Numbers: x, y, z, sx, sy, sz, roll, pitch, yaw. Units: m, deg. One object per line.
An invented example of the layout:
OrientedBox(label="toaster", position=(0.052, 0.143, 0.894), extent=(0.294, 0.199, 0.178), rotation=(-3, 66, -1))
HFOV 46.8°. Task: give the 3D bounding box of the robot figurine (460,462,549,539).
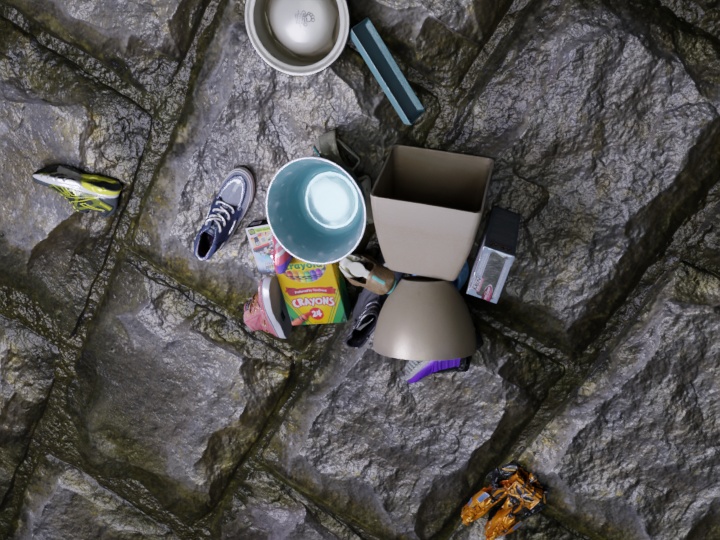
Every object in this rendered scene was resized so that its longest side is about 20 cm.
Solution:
OrientedBox(label="robot figurine", position=(0.323, 0.516, 1.848), extent=(0.145, 0.058, 0.200), rotation=(38, 118, -6))

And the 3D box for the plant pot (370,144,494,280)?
OrientedBox(label="plant pot", position=(0.131, -0.098, 1.550), extent=(0.197, 0.201, 0.179), rotation=(10, 126, 10))

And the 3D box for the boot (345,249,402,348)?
OrientedBox(label="boot", position=(0.034, 0.057, 1.669), extent=(0.069, 0.132, 0.202), rotation=(21, 119, -4))

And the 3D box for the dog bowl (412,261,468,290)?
OrientedBox(label="dog bowl", position=(0.143, 0.044, 1.684), extent=(0.110, 0.050, 0.202), rotation=(25, 117, 3))

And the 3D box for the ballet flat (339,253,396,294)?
OrientedBox(label="ballet flat", position=(0.000, 0.000, 1.627), extent=(0.072, 0.200, 0.068), rotation=(26, 92, -26))

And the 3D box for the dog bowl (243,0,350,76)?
OrientedBox(label="dog bowl", position=(-0.106, -0.460, 1.505), extent=(0.197, 0.074, 0.203), rotation=(6, 115, 12))

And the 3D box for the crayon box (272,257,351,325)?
OrientedBox(label="crayon box", position=(-0.101, 0.016, 1.699), extent=(0.125, 0.051, 0.202), rotation=(-5, 122, 17))

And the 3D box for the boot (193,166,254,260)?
OrientedBox(label="boot", position=(-0.279, -0.112, 1.701), extent=(0.072, 0.091, 0.201), rotation=(26, 118, 2))

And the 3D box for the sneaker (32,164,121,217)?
OrientedBox(label="sneaker", position=(-0.609, -0.165, 1.774), extent=(0.197, 0.075, 0.086), rotation=(15, 118, 8))

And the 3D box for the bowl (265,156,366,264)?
OrientedBox(label="bowl", position=(-0.067, -0.122, 1.559), extent=(0.198, 0.105, 0.204), rotation=(6, 108, 18))

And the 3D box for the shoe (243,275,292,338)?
OrientedBox(label="shoe", position=(-0.206, 0.075, 1.746), extent=(0.090, 0.072, 0.201), rotation=(9, 148, 14))

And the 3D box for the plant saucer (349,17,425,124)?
OrientedBox(label="plant saucer", position=(0.048, -0.360, 1.515), extent=(0.019, 0.070, 0.201), rotation=(-22, 108, 39))

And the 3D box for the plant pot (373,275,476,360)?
OrientedBox(label="plant pot", position=(0.123, 0.082, 1.576), extent=(0.197, 0.200, 0.136), rotation=(2, 98, 14))

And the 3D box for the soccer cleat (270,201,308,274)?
OrientedBox(label="soccer cleat", position=(-0.130, -0.091, 1.638), extent=(0.075, 0.067, 0.203), rotation=(7, 75, 4))

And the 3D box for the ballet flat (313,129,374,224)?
OrientedBox(label="ballet flat", position=(-0.016, -0.182, 1.616), extent=(0.062, 0.068, 0.201), rotation=(-33, 104, 12))

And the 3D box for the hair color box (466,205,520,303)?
OrientedBox(label="hair color box", position=(0.248, -0.033, 1.535), extent=(0.060, 0.200, 0.100), rotation=(19, 118, 5))

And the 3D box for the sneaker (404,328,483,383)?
OrientedBox(label="sneaker", position=(0.178, 0.187, 1.730), extent=(0.099, 0.070, 0.200), rotation=(37, 121, -13))

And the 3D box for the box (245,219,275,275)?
OrientedBox(label="box", position=(-0.129, -0.059, 1.717), extent=(0.197, 0.035, 0.111), rotation=(-9, 112, 18))
